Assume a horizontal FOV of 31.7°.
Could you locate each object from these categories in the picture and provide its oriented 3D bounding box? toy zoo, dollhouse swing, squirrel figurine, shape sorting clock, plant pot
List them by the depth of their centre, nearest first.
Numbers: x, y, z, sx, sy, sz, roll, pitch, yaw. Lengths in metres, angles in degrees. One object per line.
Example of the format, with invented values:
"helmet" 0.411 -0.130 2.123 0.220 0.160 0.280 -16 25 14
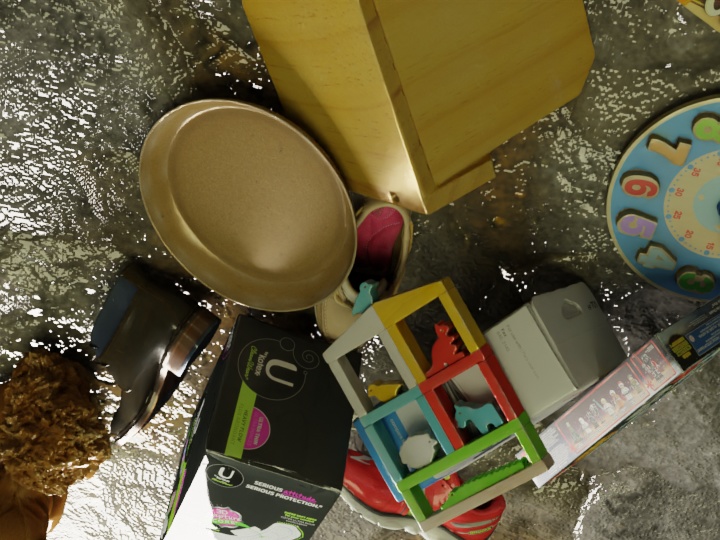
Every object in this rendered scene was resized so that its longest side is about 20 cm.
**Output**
"dollhouse swing" 0.046 -0.182 0.957 0.180 0.176 0.202 20 144 44
"toy zoo" 0.053 0.097 1.026 0.130 0.020 0.202 -31 87 28
"shape sorting clock" 0.300 -0.053 1.034 0.196 0.040 0.202 2 128 2
"plant pot" -0.089 -0.056 1.038 0.197 0.028 0.202 15 130 18
"squirrel figurine" -0.308 0.184 1.168 0.140 0.188 0.201 22 126 -13

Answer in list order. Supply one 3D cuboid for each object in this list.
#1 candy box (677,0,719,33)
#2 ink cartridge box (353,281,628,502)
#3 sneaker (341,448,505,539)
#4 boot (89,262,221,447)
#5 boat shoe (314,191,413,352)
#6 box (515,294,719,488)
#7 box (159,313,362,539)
"candy box" 0.252 -0.243 0.880 0.198 0.056 0.116 31 124 -18
"ink cartridge box" 0.114 0.103 1.094 0.199 0.146 0.087 -36 78 28
"sneaker" 0.056 0.207 1.244 0.198 0.077 0.085 25 115 -23
"boot" -0.207 0.078 1.170 0.097 0.075 0.201 39 127 1
"boat shoe" 0.000 0.000 1.078 0.072 0.070 0.202 11 128 -5
"box" 0.235 0.101 1.084 0.040 0.136 0.200 54 135 15
"box" -0.092 0.166 1.144 0.122 0.150 0.201 18 139 -11
